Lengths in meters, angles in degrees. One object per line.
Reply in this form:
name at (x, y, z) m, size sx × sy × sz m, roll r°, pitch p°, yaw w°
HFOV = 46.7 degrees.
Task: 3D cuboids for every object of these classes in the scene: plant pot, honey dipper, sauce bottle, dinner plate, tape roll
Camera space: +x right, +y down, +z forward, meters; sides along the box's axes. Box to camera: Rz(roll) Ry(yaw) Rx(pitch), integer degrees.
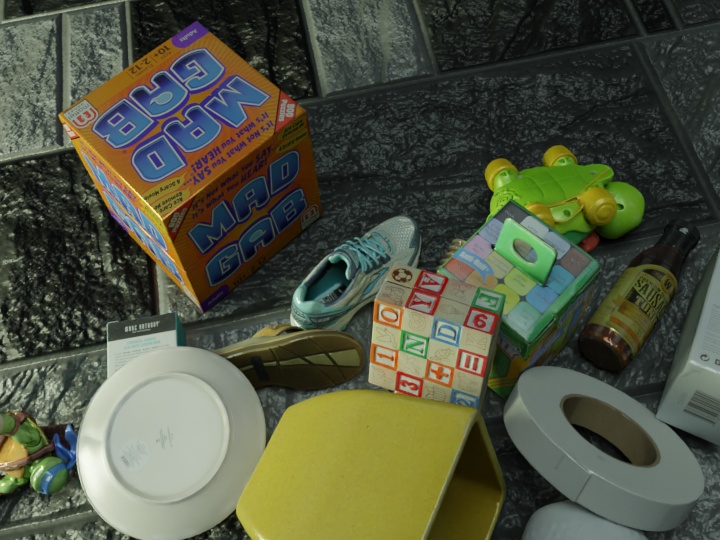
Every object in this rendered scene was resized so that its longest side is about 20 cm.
plant pot at (0.003, 0.228, 0.786) m, size 0.198 × 0.196 × 0.196 m, roll 13°, pitch 60°, yaw 28°
honey dipper at (0.075, 0.051, 0.965) m, size 0.038 × 0.038 × 0.201 m, roll 27°, pitch 68°, yaw 18°
sauce bottle at (0.321, 0.022, 0.946) m, size 0.066 × 0.066 × 0.201 m, roll 31°, pitch 68°, yaw 20°
dinner plate at (-0.197, 0.172, 0.857) m, size 0.197 × 0.024 × 0.203 m, roll -1°, pitch 66°, yaw 3°
tape roll at (0.235, 0.168, 0.813) m, size 0.200 × 0.037 × 0.203 m, roll 20°, pitch 24°, yaw -9°

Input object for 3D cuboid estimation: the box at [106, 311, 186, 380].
box at (-0.232, 0.150, 0.918) m, size 0.081 × 0.049 × 0.202 m, roll -9°, pitch 60°, yaw -2°

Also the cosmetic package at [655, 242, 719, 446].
cosmetic package at (0.384, 0.066, 0.873) m, size 0.080 × 0.114 × 0.201 m, roll 23°, pitch 55°, yaw 16°

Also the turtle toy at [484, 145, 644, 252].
turtle toy at (0.242, -0.071, 0.983) m, size 0.197 × 0.102 × 0.146 m, roll -12°, pitch 36°, yaw -6°

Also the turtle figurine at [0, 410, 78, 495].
turtle figurine at (-0.412, 0.187, 0.856) m, size 0.193 × 0.145 × 0.200 m, roll 33°, pitch 63°, yaw 25°

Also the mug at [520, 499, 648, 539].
mug at (0.186, 0.313, 0.755) m, size 0.198 × 0.147 × 0.177 m, roll -22°, pitch 49°, yaw 26°

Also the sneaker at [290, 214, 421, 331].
sneaker at (0.000, 0.000, 0.968) m, size 0.077 × 0.087 × 0.200 m, roll 38°, pitch 69°, yaw 22°

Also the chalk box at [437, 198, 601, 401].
chalk box at (0.160, 0.025, 0.877) m, size 0.124 × 0.201 × 0.124 m, roll 40°, pitch 69°, yaw 23°

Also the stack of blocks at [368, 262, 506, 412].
stack of blocks at (0.070, 0.099, 0.836) m, size 0.114 × 0.202 × 0.059 m, roll 16°, pitch 42°, yaw 15°

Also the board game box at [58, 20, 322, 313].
board game box at (-0.189, -0.120, 0.986) m, size 0.199 × 0.201 × 0.200 m, roll -40°, pitch 65°, yaw -19°

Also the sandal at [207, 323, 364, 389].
sandal at (-0.095, 0.094, 0.936) m, size 0.197 × 0.081 × 0.054 m, roll -8°, pitch 39°, yaw 4°
